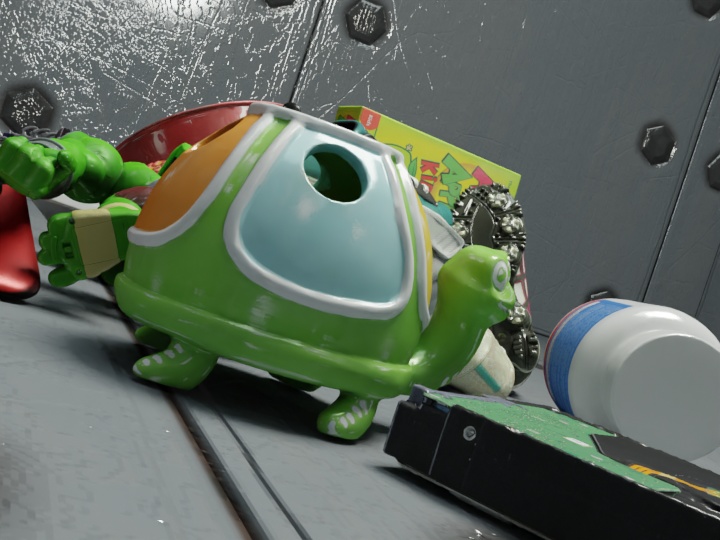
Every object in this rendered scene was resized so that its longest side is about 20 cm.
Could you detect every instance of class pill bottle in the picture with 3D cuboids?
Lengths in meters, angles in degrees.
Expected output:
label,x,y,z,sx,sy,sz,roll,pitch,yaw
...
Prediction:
label,x,y,z,sx,sy,sz,roll,pitch,yaw
pill bottle,0.200,0.079,0.729,0.112,0.113,0.200,19,1,3

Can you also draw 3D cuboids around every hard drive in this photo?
label,x,y,z,sx,sy,sz,roll,pitch,yaw
hard drive,0.125,0.100,0.409,0.200,0.038,0.140,20,2,38

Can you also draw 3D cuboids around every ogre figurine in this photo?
label,x,y,z,sx,sy,sz,roll,pitch,yaw
ogre figurine,-0.118,-0.023,0.597,0.199,0.098,0.120,13,18,-19

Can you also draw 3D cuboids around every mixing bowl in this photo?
label,x,y,z,sx,sy,sz,roll,pitch,yaw
mixing bowl,-0.123,-0.053,0.898,0.200,0.109,0.200,-16,-18,-5

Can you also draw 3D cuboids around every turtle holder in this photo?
label,x,y,z,sx,sy,sz,roll,pitch,yaw
turtle holder,-0.017,0.001,0.481,0.185,0.132,0.141,18,1,7

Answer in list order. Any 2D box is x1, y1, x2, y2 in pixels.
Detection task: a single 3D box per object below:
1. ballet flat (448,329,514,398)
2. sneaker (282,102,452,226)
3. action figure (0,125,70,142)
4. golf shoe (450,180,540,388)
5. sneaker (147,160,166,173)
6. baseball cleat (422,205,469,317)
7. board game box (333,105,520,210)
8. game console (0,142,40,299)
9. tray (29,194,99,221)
label,x,y,z,sx,sy,sz,roll,pitch,yaw
ballet flat,0.086,0.074,0.812,0.062,0.067,0.200,46,5,-1
sneaker,0.006,-0.081,0.848,0.200,0.080,0.071,16,1,-35
action figure,-0.389,-0.127,0.979,0.199,0.070,0.130,15,9,16
golf shoe,0.123,0.015,0.953,0.077,0.201,0.088,-7,-23,8
sneaker,-0.088,-0.026,0.788,0.200,0.073,0.077,23,-33,11
baseball cleat,0.000,0.000,0.716,0.200,0.107,0.070,1,7,-45
board game box,0.056,-0.077,0.978,0.200,0.102,0.048,18,-3,-32
game console,-0.295,-0.033,0.546,0.200,0.119,0.172,18,-30,-36
tray,-0.144,-0.011,0.759,0.200,0.022,0.107,19,-23,14
